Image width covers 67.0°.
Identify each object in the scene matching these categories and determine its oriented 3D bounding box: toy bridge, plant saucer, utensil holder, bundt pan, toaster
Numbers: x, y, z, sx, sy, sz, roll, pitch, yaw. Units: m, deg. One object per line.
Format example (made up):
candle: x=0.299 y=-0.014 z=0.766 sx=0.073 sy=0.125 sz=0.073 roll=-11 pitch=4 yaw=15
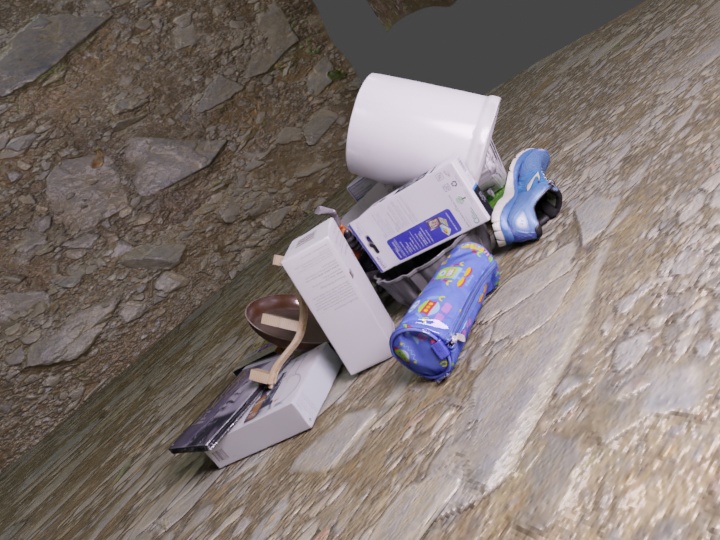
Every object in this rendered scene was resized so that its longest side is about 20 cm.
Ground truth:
toy bridge: x=-0.116 y=0.080 z=0.823 sx=0.067 sy=0.201 sz=0.027 roll=10 pitch=-3 yaw=17
plant saucer: x=-0.103 y=0.093 z=0.953 sx=0.200 sy=0.199 sz=0.032 roll=-87 pitch=7 yaw=-72
utensil holder: x=0.096 y=-0.204 z=0.839 sx=0.170 sy=0.199 sz=0.171 roll=18 pitch=-90 yaw=-79
bundt pan: x=0.123 y=-0.016 z=0.865 sx=0.201 sy=0.076 sz=0.202 roll=-35 pitch=14 yaw=10
toaster: x=0.189 y=-0.212 z=1.032 sx=0.129 sy=0.201 sz=0.114 roll=-25 pitch=-24 yaw=22

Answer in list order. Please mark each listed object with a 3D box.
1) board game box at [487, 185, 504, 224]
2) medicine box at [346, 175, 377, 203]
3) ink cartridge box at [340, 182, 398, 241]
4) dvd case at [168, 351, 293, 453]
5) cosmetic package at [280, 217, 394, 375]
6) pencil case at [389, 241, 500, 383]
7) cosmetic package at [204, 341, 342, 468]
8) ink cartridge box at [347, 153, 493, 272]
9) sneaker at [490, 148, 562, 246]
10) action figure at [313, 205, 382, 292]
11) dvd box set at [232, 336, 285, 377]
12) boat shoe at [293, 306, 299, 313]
board game box: x=0.261 y=-0.130 z=1.000 sx=0.095 sy=0.030 sz=0.200 roll=-37 pitch=11 yaw=7
medicine box: x=0.100 y=-0.153 z=1.107 sx=0.103 sy=0.200 sz=0.182 roll=-27 pitch=17 yaw=41
ink cartridge box: x=0.037 y=-0.095 z=1.002 sx=0.039 sy=0.100 sz=0.200 roll=-28 pitch=-6 yaw=-41
dvd case: x=-0.207 y=0.210 z=0.875 sx=0.148 sy=0.016 sz=0.200 roll=-25 pitch=17 yaw=48
cosmetic package: x=-0.027 y=0.037 z=0.799 sx=0.081 sy=0.201 sz=0.113 roll=-29 pitch=17 yaw=11
pencil case: x=0.113 y=0.045 z=0.682 sx=0.087 sy=0.078 sz=0.200 roll=-14 pitch=26 yaw=43
cosmetic package: x=-0.134 y=0.206 z=0.842 sx=0.200 sy=0.052 sz=0.151 roll=-31 pitch=12 yaw=27
ink cartridge box: x=0.083 y=-0.078 z=0.799 sx=0.199 sy=0.100 sz=0.039 roll=-26 pitch=17 yaw=35
sneaker: x=0.268 y=-0.113 z=0.834 sx=0.089 sy=0.079 sz=0.201 roll=3 pitch=51 yaw=32
action figure: x=0.000 y=0.000 z=0.923 sx=0.104 sy=0.193 sz=0.201 roll=-26 pitch=60 yaw=30
dvd box set: x=-0.182 y=0.147 z=1.196 sx=0.146 sy=0.029 sz=0.200 roll=-29 pitch=17 yaw=33
boat shoe: x=-0.095 y=0.094 z=1.096 sx=0.073 sy=0.075 sz=0.200 roll=-38 pitch=1 yaw=41
